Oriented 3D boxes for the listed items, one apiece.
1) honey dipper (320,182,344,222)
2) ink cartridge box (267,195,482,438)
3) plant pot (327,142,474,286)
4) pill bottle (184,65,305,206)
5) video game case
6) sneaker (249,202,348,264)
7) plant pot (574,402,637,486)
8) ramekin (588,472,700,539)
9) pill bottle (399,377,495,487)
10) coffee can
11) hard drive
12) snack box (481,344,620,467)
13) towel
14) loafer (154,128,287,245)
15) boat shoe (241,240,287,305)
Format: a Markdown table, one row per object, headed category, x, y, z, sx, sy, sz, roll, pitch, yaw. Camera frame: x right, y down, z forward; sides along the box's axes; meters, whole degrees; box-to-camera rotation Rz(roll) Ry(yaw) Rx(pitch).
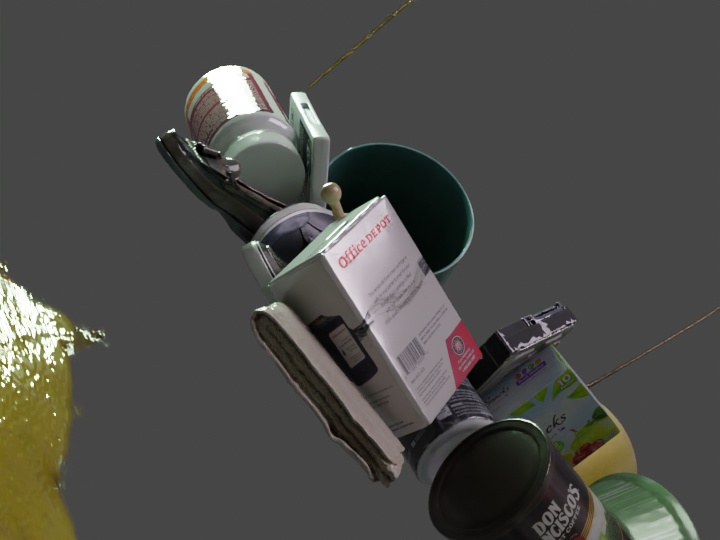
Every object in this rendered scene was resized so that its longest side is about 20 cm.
| category | x | y | z | sx | sy | sz | roll | pitch | yaw |
| --- | --- | --- | --- | --- | --- | --- | --- | --- | --- |
| honey dipper | 0.000 | 0.000 | 1.664 | 0.038 | 0.038 | 0.202 | -108 | 179 | -75 |
| ink cartridge box | 0.017 | 0.049 | 1.574 | 0.201 | 0.084 | 0.145 | 57 | 37 | -10 |
| plant pot | 0.025 | -0.029 | 1.944 | 0.201 | 0.199 | 0.162 | 54 | -30 | 22 |
| pill bottle | -0.134 | -0.150 | 1.838 | 0.114 | 0.114 | 0.201 | 48 | 7 | -34 |
| video game case | -0.065 | -0.089 | 1.859 | 0.182 | 0.023 | 0.203 | -115 | -153 | -65 |
| sneaker | -0.014 | -0.005 | 1.714 | 0.201 | 0.078 | 0.146 | -2 | 36 | -45 |
| plant pot | 0.237 | 0.268 | 2.019 | 0.201 | 0.200 | 0.141 | 53 | 32 | 15 |
| ramekin | 0.282 | 0.337 | 1.768 | 0.097 | 0.201 | 0.201 | -7 | 50 | -40 |
| pill bottle | 0.065 | 0.133 | 1.730 | 0.106 | 0.106 | 0.201 | 45 | 9 | -50 |
| coffee can | 0.183 | 0.271 | 1.615 | 0.200 | 0.146 | 0.147 | 49 | 6 | -30 |
| hard drive | 0.152 | 0.122 | 1.819 | 0.139 | 0.200 | 0.038 | -20 | 66 | -48 |
| snack box | 0.182 | 0.195 | 1.803 | 0.142 | 0.199 | 0.053 | 47 | 8 | -38 |
| towel | -0.030 | 0.114 | 1.462 | 0.201 | 0.034 | 0.133 | 52 | 4 | 2 |
| loafer | -0.144 | -0.096 | 1.683 | 0.200 | 0.063 | 0.072 | 47 | 7 | -45 |
| boat shoe | -0.046 | 0.038 | 1.637 | 0.201 | 0.063 | 0.071 | 50 | 6 | -18 |
